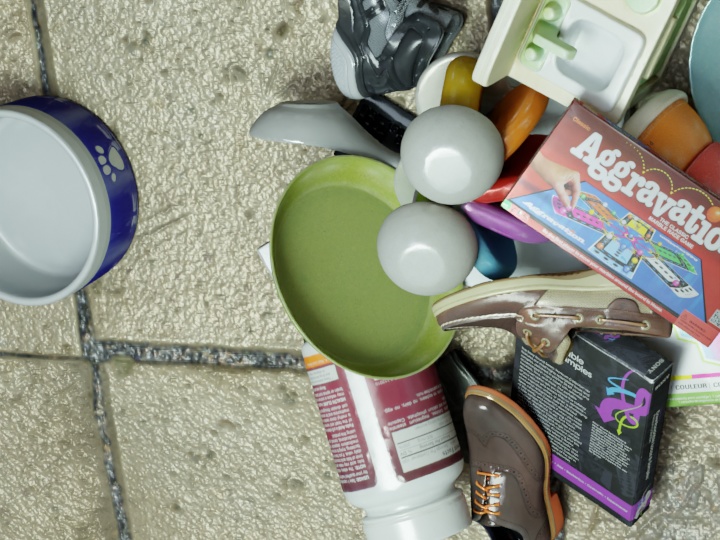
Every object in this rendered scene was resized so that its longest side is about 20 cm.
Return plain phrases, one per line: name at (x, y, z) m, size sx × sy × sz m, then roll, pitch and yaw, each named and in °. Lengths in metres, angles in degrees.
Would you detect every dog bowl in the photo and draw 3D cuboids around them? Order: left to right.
dog bowl at (-0.323, -0.070, 1.881) m, size 0.199 × 0.079 × 0.201 m, roll 9°, pitch 111°, yaw 24°

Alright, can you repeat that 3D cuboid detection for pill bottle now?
pill bottle at (0.027, 0.145, 1.694) m, size 0.114 × 0.114 × 0.201 m, roll -17°, pitch 89°, yaw 30°

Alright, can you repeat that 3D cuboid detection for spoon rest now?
spoon rest at (0.000, -0.120, 1.678) m, size 0.199 × 0.099 × 0.061 m, roll 0°, pitch 100°, yaw 6°

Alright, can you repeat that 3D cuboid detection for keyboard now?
keyboard at (0.062, -0.069, 1.710) m, size 0.200 × 0.040 × 0.104 m, roll 33°, pitch 118°, yaw 14°

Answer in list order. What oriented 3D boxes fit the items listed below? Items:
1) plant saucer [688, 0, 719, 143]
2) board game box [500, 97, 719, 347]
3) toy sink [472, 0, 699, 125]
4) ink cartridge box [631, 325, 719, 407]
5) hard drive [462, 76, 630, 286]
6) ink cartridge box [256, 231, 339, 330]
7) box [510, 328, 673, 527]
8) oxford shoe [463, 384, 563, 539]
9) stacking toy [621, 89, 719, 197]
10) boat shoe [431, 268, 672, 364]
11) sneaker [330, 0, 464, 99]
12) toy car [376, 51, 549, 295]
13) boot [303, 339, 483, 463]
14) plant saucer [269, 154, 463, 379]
plant saucer at (0.366, -0.162, 1.523) m, size 0.200 × 0.039 × 0.202 m, roll 9°, pitch 110°, yaw 24°
board game box at (0.220, -0.037, 1.475) m, size 0.200 × 0.019 × 0.103 m, roll 34°, pitch 106°, yaw -2°
toy sink at (0.193, -0.200, 1.503) m, size 0.112 × 0.200 × 0.131 m, roll 30°, pitch 117°, yaw 15°
ink cartridge box at (0.297, 0.006, 1.594) m, size 0.147 × 0.076 × 0.201 m, roll -7°, pitch 105°, yaw 28°
hard drive at (0.158, -0.074, 1.647) m, size 0.131 × 0.027 × 0.201 m, roll 12°, pitch 104°, yaw 21°
ink cartridge box at (-0.045, 0.006, 1.711) m, size 0.037 × 0.200 × 0.095 m, roll -30°, pitch 92°, yaw 5°
box at (0.197, 0.118, 1.649) m, size 0.143 × 0.036 × 0.200 m, roll 33°, pitch 146°, yaw 28°
oxford shoe at (0.130, 0.190, 1.699) m, size 0.071 × 0.073 × 0.200 m, roll 7°, pitch 133°, yaw 39°
stacking toy at (0.282, -0.037, 1.524) m, size 0.200 × 0.146 × 0.146 m, roll 39°, pitch 120°, yaw 15°
boat shoe at (0.158, 0.041, 1.549) m, size 0.199 × 0.072 × 0.072 m, roll -6°, pitch 82°, yaw 11°
sneaker at (0.030, -0.245, 1.646) m, size 0.113 × 0.075 × 0.201 m, roll 7°, pitch 116°, yaw 24°
toy car at (0.103, -0.074, 1.564) m, size 0.149 × 0.175 × 0.201 m, roll 14°, pitch 121°, yaw 0°
boot at (0.046, 0.108, 1.776) m, size 0.130 × 0.068 × 0.200 m, roll -34°, pitch 90°, yaw 20°
plant saucer at (0.000, 0.000, 1.625) m, size 0.031 × 0.200 × 0.200 m, roll -27°, pitch 94°, yaw 50°
